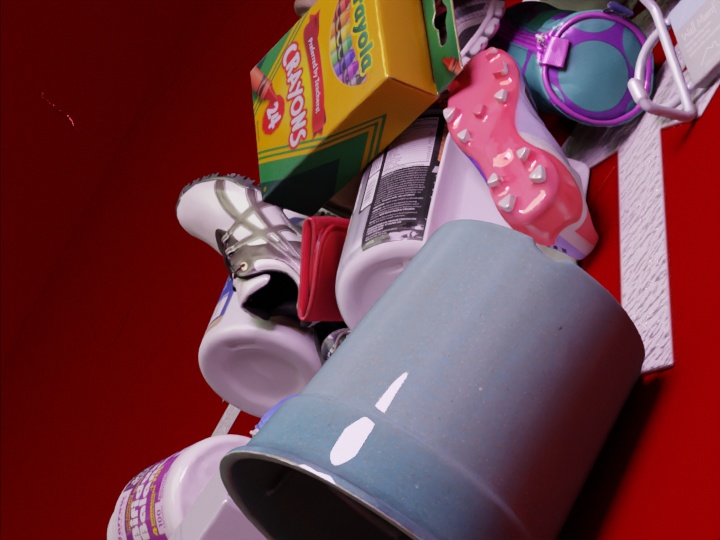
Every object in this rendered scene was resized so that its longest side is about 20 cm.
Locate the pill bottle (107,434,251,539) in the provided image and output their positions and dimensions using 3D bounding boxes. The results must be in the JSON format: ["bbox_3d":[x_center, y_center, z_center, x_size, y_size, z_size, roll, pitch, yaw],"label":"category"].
[{"bbox_3d":[-0.136,0.203,1.849,0.200,0.112,0.113,-31,30,61],"label":"pill bottle"}]

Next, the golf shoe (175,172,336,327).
[{"bbox_3d":[-0.087,-0.015,1.843,0.199,0.078,0.095,19,53,35],"label":"golf shoe"}]

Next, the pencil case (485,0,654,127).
[{"bbox_3d":[0.148,-0.155,1.679,0.085,0.092,0.200,-59,13,1],"label":"pencil case"}]

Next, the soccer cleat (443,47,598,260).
[{"bbox_3d":[0.111,-0.082,1.589,0.067,0.076,0.200,-39,35,14],"label":"soccer cleat"}]

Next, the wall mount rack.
[{"bbox_3d":[0.213,-0.203,1.503,0.200,0.074,0.174,-47,46,39],"label":"wall mount rack"}]

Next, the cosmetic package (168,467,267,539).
[{"bbox_3d":[-0.114,0.253,1.692,0.200,0.101,0.074,-54,15,13],"label":"cosmetic package"}]

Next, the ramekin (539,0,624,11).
[{"bbox_3d":[0.188,-0.302,1.840,0.201,0.097,0.201,-53,15,20],"label":"ramekin"}]

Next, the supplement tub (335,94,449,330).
[{"bbox_3d":[0.054,-0.036,1.685,0.123,0.122,0.200,-47,17,36],"label":"supplement tub"}]

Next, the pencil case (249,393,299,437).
[{"bbox_3d":[-0.023,0.137,1.650,0.200,0.086,0.079,-163,84,-74],"label":"pencil case"}]

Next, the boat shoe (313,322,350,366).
[{"bbox_3d":[-0.001,0.069,1.764,0.070,0.066,0.200,-55,14,11],"label":"boat shoe"}]

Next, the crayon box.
[{"bbox_3d":[-0.006,-0.147,1.693,0.200,0.051,0.127,-42,42,39],"label":"crayon box"}]

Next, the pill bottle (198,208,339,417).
[{"bbox_3d":[-0.053,0.017,1.943,0.120,0.119,0.201,-42,21,48],"label":"pill bottle"}]

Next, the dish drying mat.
[{"bbox_3d":[0.000,0.000,1.739,0.200,0.018,0.077,2,-88,-69],"label":"dish drying mat"}]

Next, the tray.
[{"bbox_3d":[0.097,-0.021,1.568,0.200,0.107,0.022,-76,-1,-51],"label":"tray"}]

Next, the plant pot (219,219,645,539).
[{"bbox_3d":[0.054,0.090,1.317,0.196,0.200,0.200,-55,12,-20],"label":"plant pot"}]

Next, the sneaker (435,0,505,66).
[{"bbox_3d":[0.068,-0.223,1.725,0.201,0.087,0.074,-66,14,-19],"label":"sneaker"}]

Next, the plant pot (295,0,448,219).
[{"bbox_3d":[0.014,-0.131,1.862,0.175,0.200,0.200,-65,15,-4],"label":"plant pot"}]
